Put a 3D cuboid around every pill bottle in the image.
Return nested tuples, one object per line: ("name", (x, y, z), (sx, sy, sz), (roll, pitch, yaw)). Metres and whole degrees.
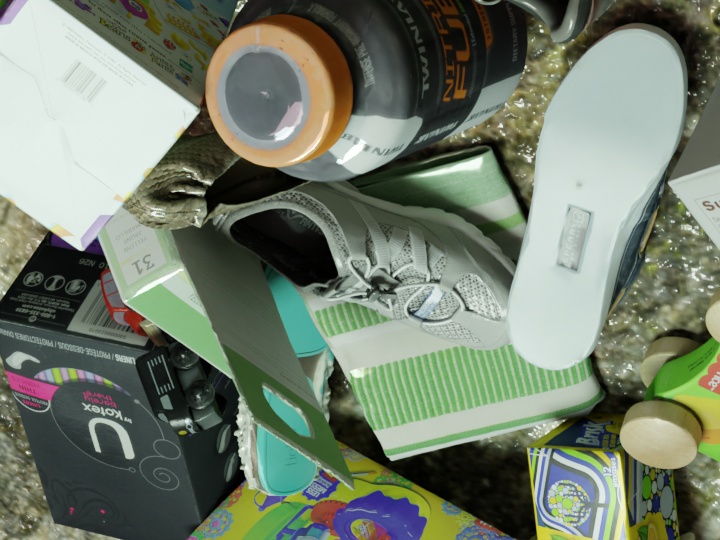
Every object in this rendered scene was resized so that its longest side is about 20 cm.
("pill bottle", (-0.001, -0.104, 1.466), (0.106, 0.200, 0.106), (7, 106, 26))

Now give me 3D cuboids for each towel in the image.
("towel", (0.045, 0.022, 1.709), (0.152, 0.023, 0.200), (-14, 124, 21))

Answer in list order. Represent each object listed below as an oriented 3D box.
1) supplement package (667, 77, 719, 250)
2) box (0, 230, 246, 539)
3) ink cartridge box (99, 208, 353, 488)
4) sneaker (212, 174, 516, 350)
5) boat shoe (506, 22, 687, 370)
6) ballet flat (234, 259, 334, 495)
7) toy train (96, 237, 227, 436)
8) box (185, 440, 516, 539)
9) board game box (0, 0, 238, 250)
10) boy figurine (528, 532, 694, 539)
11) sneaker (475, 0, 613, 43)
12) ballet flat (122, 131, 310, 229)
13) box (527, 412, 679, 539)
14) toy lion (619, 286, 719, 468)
("supplement package", (0.269, -0.024, 1.462), (0.117, 0.117, 0.200), (-17, 122, 43))
("box", (-0.142, 0.074, 1.846), (0.122, 0.106, 0.200), (11, 138, 23))
("ink cartridge box", (-0.082, 0.028, 1.622), (0.048, 0.200, 0.146), (-28, 152, 12))
("sneaker", (0.000, 0.000, 1.630), (0.200, 0.082, 0.075), (25, 126, -6))
("boat shoe", (0.130, -0.049, 1.572), (0.071, 0.091, 0.201), (22, 114, 10))
("ballet flat", (-0.050, 0.046, 1.780), (0.072, 0.072, 0.200), (18, 121, 16))
("toy train", (-0.131, 0.013, 1.731), (0.046, 0.200, 0.034), (-26, 151, 5))
("box", (0.020, 0.231, 1.839), (0.200, 0.122, 0.193), (26, 153, 42))
("board game box", (-0.137, -0.116, 1.486), (0.105, 0.200, 0.103), (36, 115, -11))
("boy figurine", (0.180, 0.214, 1.818), (0.200, 0.064, 0.125), (10, 120, 26))
("sneaker", (0.048, -0.188, 1.454), (0.200, 0.082, 0.077), (33, 142, -4))
("ballet flat", (-0.041, -0.065, 1.560), (0.046, 0.200, 0.067), (31, 131, 40))
("box", (0.152, 0.190, 1.746), (0.064, 0.070, 0.200), (1, 107, 32))
("toy lion", (0.259, 0.080, 1.636), (0.191, 0.069, 0.200), (24, 142, -3))
